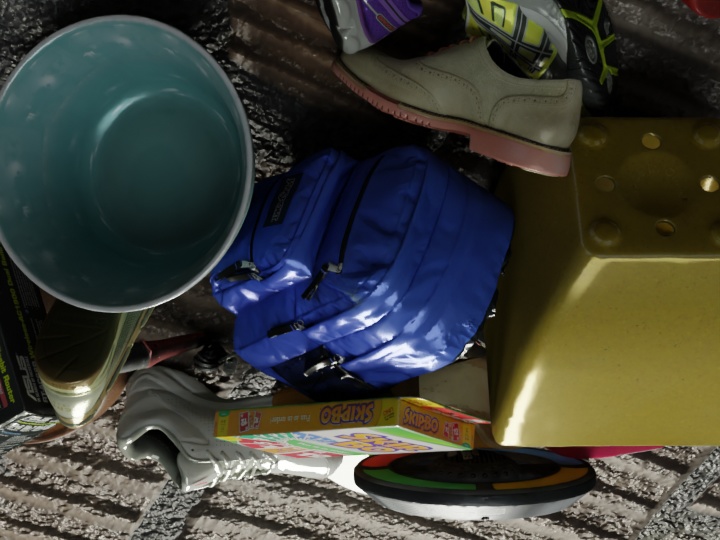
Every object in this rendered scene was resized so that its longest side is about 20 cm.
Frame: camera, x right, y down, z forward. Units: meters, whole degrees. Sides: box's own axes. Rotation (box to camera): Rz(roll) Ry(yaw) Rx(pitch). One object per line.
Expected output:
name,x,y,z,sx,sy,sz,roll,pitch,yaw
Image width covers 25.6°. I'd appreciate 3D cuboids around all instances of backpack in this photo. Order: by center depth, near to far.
backpack,0.000,0.000,1.144,0.167,0.164,0.199,31,152,-29

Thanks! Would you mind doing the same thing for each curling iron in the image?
curling iron,-0.164,0.069,1.262,0.199,0.049,0.026,-2,110,-55

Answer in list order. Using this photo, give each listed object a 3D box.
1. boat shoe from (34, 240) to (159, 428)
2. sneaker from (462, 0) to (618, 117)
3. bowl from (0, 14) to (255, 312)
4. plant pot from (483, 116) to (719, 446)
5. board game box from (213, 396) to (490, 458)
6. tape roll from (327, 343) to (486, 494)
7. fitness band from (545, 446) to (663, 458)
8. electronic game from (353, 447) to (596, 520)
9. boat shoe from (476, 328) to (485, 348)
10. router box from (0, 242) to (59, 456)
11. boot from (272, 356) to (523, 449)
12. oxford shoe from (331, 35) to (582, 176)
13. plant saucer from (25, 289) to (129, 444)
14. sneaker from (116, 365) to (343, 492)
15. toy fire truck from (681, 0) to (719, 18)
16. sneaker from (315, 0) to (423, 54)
boat shoe,-0.186,0.023,1.179,0.073,0.202,0.063,8,138,5
sneaker,0.117,-0.177,1.102,0.076,0.076,0.200,-14,129,33
bowl,-0.153,-0.071,1.119,0.199,0.202,0.105,-19,174,15
plant pot,0.194,-0.005,1.140,0.192,0.197,0.201,0,148,-3
board game box,-0.007,0.119,1.195,0.199,0.030,0.095,-11,158,37
tape roll,0.043,0.126,1.396,0.201,0.037,0.204,-2,132,-2
fitness band,0.216,0.083,1.314,0.199,0.037,0.145,-4,116,-29
electronic game,0.093,0.167,1.301,0.198,0.200,0.042,-1,95,-2
boat shoe,0.160,0.063,1.329,0.201,0.063,0.074,33,95,-38
router box,-0.312,0.048,1.199,0.149,0.201,0.062,-29,161,24
boot,0.039,0.112,1.311,0.200,0.071,0.143,17,158,-39
oxford shoe,0.069,-0.130,1.098,0.199,0.071,0.074,25,104,28
plant saucer,-0.295,0.084,1.343,0.198,0.035,0.201,-1,134,-1
sneaker,-0.116,0.155,1.347,0.198,0.100,0.078,12,134,6
toy fire truck,0.304,-0.232,1.039,0.167,0.112,0.201,-24,135,-13
sneaker,-0.003,-0.240,1.040,0.083,0.081,0.201,-24,137,-8
